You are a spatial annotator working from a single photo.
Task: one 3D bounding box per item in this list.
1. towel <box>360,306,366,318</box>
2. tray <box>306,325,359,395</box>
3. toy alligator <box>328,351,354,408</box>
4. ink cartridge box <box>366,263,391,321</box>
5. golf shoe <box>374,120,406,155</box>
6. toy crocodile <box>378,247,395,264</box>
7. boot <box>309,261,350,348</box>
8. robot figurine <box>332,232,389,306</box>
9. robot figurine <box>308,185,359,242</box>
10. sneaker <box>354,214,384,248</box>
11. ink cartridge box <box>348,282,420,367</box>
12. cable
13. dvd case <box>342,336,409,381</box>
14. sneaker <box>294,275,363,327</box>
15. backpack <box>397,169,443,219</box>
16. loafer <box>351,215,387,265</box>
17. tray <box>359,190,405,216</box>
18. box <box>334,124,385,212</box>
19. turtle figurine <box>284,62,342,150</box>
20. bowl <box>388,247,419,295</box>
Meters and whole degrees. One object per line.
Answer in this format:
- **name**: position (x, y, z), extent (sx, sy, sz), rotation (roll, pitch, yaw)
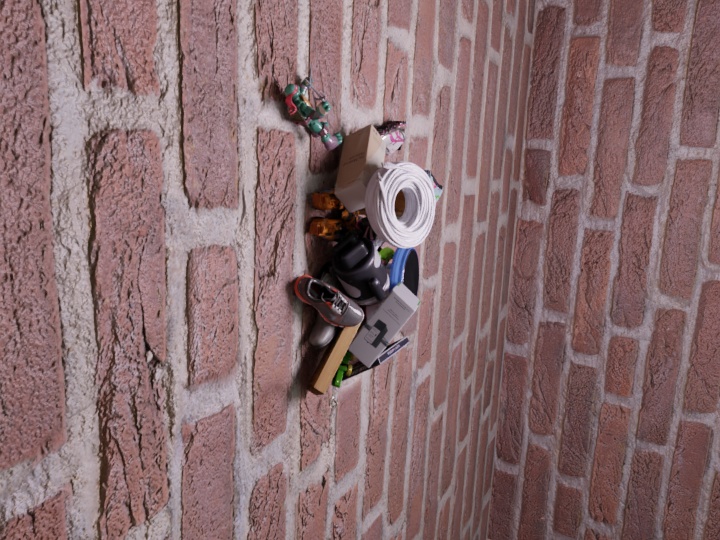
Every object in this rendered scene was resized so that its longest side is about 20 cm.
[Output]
- **towel**: position (-0.011, 0.077, 1.673), extent (0.198, 0.022, 0.150), rotation (-13, 108, -61)
- **tray**: position (-0.069, 0.216, 1.489), extent (0.204, 0.036, 0.099), rotation (-61, -172, -19)
- **toy alligator**: position (-0.059, 0.275, 1.606), extent (0.054, 0.057, 0.207), rotation (149, -43, -73)
- **ink cartridge box**: position (0.085, 0.087, 1.751), extent (0.200, 0.081, 0.150), rotation (-49, 140, -57)
- **golf shoe**: position (0.081, -0.373, 1.674), extent (0.199, 0.070, 0.095), rotation (-34, 128, -55)
- **toy crocodile**: position (0.027, 0.010, 1.624), extent (0.200, 0.061, 0.069), rotation (-45, 142, -31)
- **boot**: position (-0.098, 0.082, 1.478), extent (0.133, 0.066, 0.203), rotation (65, 37, -37)
- **robot figurine**: position (-0.001, 0.002, 1.483), extent (0.202, 0.121, 0.154), rotation (61, 26, -45)
- **robot figurine**: position (-0.060, -0.141, 1.478), extent (0.198, 0.057, 0.151), rotation (-11, 110, -61)
- **sneaker**: position (0.022, -0.098, 1.525), extent (0.082, 0.085, 0.200), rotation (-59, -177, -25)
- **ink cartridge box**: position (0.063, 0.141, 1.538), extent (0.201, 0.083, 0.146), rotation (-51, 175, 13)
- **cable**: position (0.097, -0.158, 1.404), extent (0.196, 0.068, 0.208), rotation (-9, 101, -40)
- **dvd case**: position (0.043, 0.257, 1.704), extent (0.198, 0.148, 0.025), rotation (-21, 82, -59)
- **sneaker**: position (-0.068, 0.080, 1.405), extent (0.196, 0.081, 0.079), rotation (29, 74, -22)
- **backpack**: position (0.131, -0.198, 1.713), extent (0.150, 0.175, 0.205), rotation (37, 68, -34)
- **loafer**: position (0.031, -0.084, 1.664), extent (0.073, 0.061, 0.202), rotation (-65, 148, -28)
- **tray**: position (0.064, -0.198, 1.550), extent (0.037, 0.195, 0.102), rotation (33, 68, -50)
- **box**: position (0.002, -0.256, 1.464), extent (0.078, 0.093, 0.205), rotation (44, 40, -40)
- **turtle figurine**: position (-0.113, -0.360, 1.284), extent (0.201, 0.098, 0.153), rotation (55, 10, -55)
- **bowl**: position (0.129, 0.029, 1.685), extent (0.200, 0.038, 0.209), rotation (4, 90, -69)
